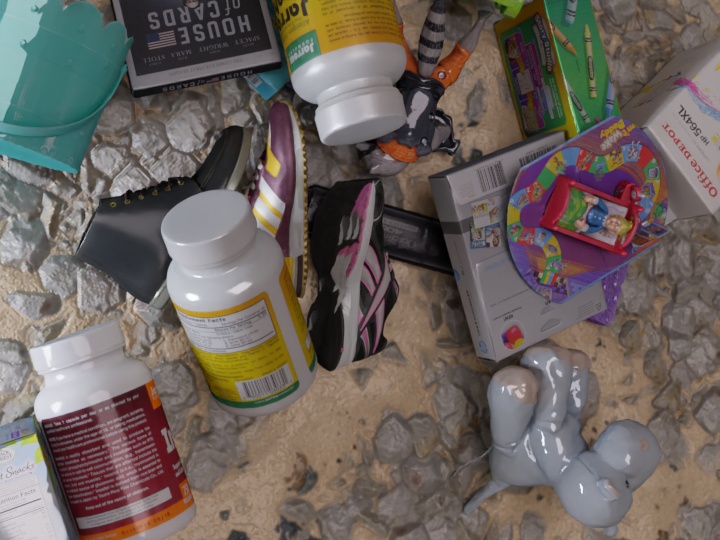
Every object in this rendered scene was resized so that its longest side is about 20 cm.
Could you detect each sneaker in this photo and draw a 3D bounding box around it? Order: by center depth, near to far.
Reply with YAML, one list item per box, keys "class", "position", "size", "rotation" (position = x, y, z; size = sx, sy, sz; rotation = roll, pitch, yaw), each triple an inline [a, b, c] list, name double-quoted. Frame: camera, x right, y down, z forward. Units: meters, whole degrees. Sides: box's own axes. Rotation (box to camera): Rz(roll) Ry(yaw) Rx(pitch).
- class: "sneaker"
  position: [-0.189, -0.073, 1.101]
  size: [0.106, 0.075, 0.201]
  rotation: [31, 79, -15]
- class: "sneaker"
  position: [-0.097, -0.067, 1.117]
  size: [0.089, 0.075, 0.201]
  rotation: [-1, 102, -2]
- class: "sneaker"
  position: [0.000, 0.000, 1.160]
  size: [0.086, 0.080, 0.201]
  rotation: [-4, 112, -40]

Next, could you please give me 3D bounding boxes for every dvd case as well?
- class: "dvd case"
  position: [-0.172, -0.279, 1.111]
  size: [0.149, 0.025, 0.201]
  rotation: [-13, 78, -9]

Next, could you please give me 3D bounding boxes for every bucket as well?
- class: "bucket"
  position: [-0.316, -0.177, 1.002]
  size: [0.206, 0.207, 0.136]
  rotation: [16, 86, -18]

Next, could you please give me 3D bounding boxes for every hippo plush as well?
- class: "hippo plush"
  position: [0.212, 0.180, 1.156]
  size: [0.200, 0.160, 0.160]
  rotation: [-42, 138, -19]

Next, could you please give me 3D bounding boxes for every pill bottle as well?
- class: "pill bottle"
  position: [-0.235, 0.154, 1.053]
  size: [0.112, 0.113, 0.201]
  rotation: [-19, 94, -19]
- class: "pill bottle"
  position: [-0.116, 0.030, 1.060]
  size: [0.112, 0.113, 0.201]
  rotation: [-30, 128, -18]
- class: "pill bottle"
  position: [-0.020, -0.228, 1.075]
  size: [0.112, 0.113, 0.201]
  rotation: [-11, 83, -19]

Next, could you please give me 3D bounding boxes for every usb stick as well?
- class: "usb stick"
  position: [0.027, -0.042, 1.198]
  size: [0.199, 0.033, 0.056]
  rotation: [15, 90, -18]

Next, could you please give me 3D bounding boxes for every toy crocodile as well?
- class: "toy crocodile"
  position: [0.138, -0.306, 1.176]
  size: [0.067, 0.200, 0.062]
  rotation: [21, 109, -5]

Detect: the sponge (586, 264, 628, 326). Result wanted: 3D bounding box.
- class: "sponge"
  position: [0.211, -0.021, 1.246]
  size: [0.199, 0.030, 0.112]
  rotation: [21, 82, -28]

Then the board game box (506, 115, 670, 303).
- class: "board game box"
  position: [0.244, -0.059, 1.154]
  size: [0.199, 0.039, 0.159]
  rotation: [-30, 114, -15]

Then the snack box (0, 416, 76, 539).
- class: "snack box"
  position: [-0.288, 0.239, 1.001]
  size: [0.067, 0.169, 0.201]
  rotation: [-19, 94, -17]

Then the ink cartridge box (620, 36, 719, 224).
- class: "ink cartridge box"
  position: [0.369, -0.150, 1.273]
  size: [0.200, 0.125, 0.129]
  rotation: [-44, 101, -17]

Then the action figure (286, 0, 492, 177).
- class: "action figure"
  position: [0.030, -0.191, 1.163]
  size: [0.199, 0.105, 0.195]
  rotation: [12, 99, -14]

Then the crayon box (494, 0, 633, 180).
- class: "crayon box"
  position: [0.218, -0.193, 1.226]
  size: [0.058, 0.119, 0.201]
  rotation: [-16, 93, -19]

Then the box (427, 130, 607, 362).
- class: "box"
  position: [0.168, -0.027, 1.182]
  size: [0.155, 0.041, 0.201]
  rotation: [-23, 102, -24]

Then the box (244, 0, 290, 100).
- class: "box"
  position: [-0.057, -0.278, 1.171]
  size: [0.082, 0.049, 0.200]
  rotation: [42, 75, -13]
